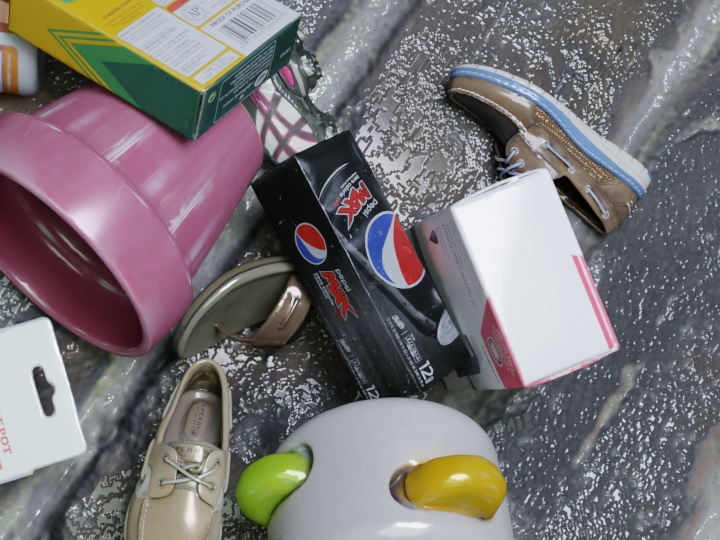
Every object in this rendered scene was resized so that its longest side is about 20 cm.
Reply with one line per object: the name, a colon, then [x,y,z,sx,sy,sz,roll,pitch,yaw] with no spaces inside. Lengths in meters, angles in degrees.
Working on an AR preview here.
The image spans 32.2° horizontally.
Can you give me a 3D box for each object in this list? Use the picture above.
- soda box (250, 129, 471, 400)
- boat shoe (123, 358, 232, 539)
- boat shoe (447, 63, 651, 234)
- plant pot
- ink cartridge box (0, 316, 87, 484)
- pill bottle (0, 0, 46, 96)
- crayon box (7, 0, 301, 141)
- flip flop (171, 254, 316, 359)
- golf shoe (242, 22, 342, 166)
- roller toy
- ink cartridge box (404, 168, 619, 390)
soda box: [0.000,0.000,0.951,0.063,0.071,0.200,-31,94,-39]
boat shoe: [-0.131,0.152,0.929,0.072,0.065,0.200,11,42,-3]
boat shoe: [0.153,-0.102,1.063,0.200,0.072,0.072,31,81,-7]
plant pot: [-0.177,-0.064,0.943,0.200,0.200,0.179,44,63,-4]
ink cartridge box: [-0.318,0.116,0.948,0.200,0.067,0.116,-16,87,-12]
pill bottle: [-0.342,-0.200,0.952,0.200,0.112,0.112,7,83,-11]
crayon box: [-0.162,-0.188,0.908,0.200,0.052,0.126,32,47,11]
flip flop: [-0.054,0.030,0.993,0.200,0.081,0.058,-15,59,-26]
golf shoe: [-0.059,-0.111,1.031,0.088,0.077,0.200,-21,89,10]
roller toy: [0.024,0.198,0.934,0.200,0.182,0.140,-18,47,11]
ink cartridge box: [0.103,0.014,0.976,0.085,0.200,0.146,-22,89,-12]
